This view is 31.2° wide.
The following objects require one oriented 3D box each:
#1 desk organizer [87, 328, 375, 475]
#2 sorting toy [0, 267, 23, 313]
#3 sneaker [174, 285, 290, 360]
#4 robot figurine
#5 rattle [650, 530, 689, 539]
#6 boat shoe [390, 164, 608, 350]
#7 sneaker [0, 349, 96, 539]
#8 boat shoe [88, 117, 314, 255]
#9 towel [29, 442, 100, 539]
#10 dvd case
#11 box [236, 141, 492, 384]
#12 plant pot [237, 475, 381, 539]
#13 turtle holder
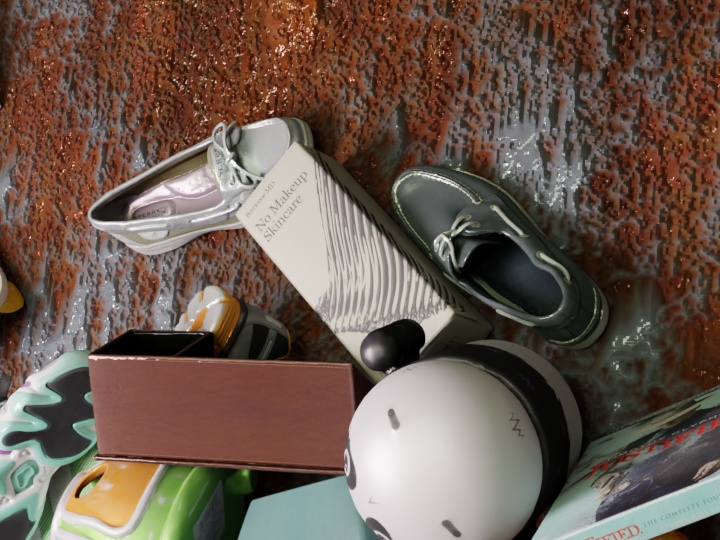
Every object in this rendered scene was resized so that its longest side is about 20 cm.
[{"bbox_3d":[-0.085,0.089,0.896,0.199,0.072,0.077,1,104,18],"label":"desk organizer"},{"bbox_3d":[-0.416,0.044,1.186,0.180,0.107,0.200,-50,59,20],"label":"sorting toy"},{"bbox_3d":[-0.126,0.101,1.004,0.200,0.077,0.079,-52,35,32],"label":"sneaker"},{"bbox_3d":[0.066,0.109,0.804,0.150,0.200,0.126,17,99,19],"label":"robot figurine"},{"bbox_3d":[0.159,0.253,0.750,0.130,0.143,0.201,23,81,-3],"label":"rattle"},{"bbox_3d":[0.087,-0.019,0.907,0.200,0.062,0.073,42,101,32],"label":"boat shoe"},{"bbox_3d":[-0.273,0.117,1.039,0.200,0.078,0.140,-53,33,16],"label":"sneaker"},{"bbox_3d":[-0.128,-0.070,1.049,0.201,0.065,0.075,-20,69,26],"label":"boat shoe"},{"bbox_3d":[-0.252,0.181,1.055,0.201,0.023,0.153,-56,31,9],"label":"towel"},{"bbox_3d":[0.181,0.108,0.744,0.146,0.200,0.022,-28,89,24],"label":"dvd case"},{"bbox_3d":[0.000,0.000,0.952,0.082,0.068,0.200,-50,59,12],"label":"box"},{"bbox_3d":[-0.011,0.248,0.861,0.141,0.141,0.201,-19,62,26],"label":"plant pot"},{"bbox_3d":[-0.146,0.207,0.952,0.131,0.186,0.142,11,67,14],"label":"turtle holder"}]
